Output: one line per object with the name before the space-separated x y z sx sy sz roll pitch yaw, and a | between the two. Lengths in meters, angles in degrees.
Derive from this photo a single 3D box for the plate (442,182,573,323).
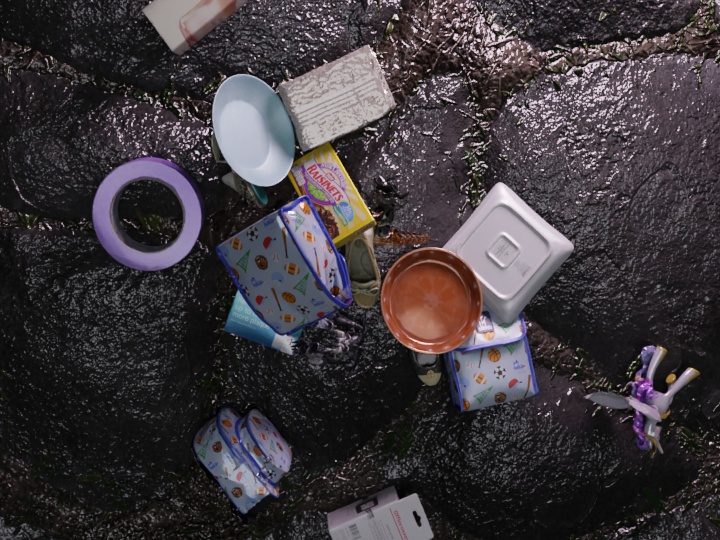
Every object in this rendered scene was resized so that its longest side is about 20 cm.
plate | 0.278 -0.036 1.514 0.200 0.032 0.200 43 95 13

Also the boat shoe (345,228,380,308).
boat shoe | 0.002 -0.001 1.485 0.071 0.064 0.204 0 128 2

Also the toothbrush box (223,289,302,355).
toothbrush box | -0.161 0.037 1.496 0.144 0.085 0.203 21 98 -9

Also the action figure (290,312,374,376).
action figure | -0.052 0.133 1.513 0.101 0.199 0.121 16 85 33

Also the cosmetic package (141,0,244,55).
cosmetic package | -0.272 -0.475 1.367 0.199 0.103 0.088 -37 102 4

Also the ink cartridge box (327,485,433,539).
ink cartridge box | 0.041 0.534 1.631 0.197 0.067 0.118 -22 103 -1

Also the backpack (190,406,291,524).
backpack | -0.229 0.358 1.510 0.190 0.200 0.154 43 90 -6

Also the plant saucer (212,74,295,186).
plant saucer | -0.200 -0.248 1.407 0.038 0.201 0.204 -11 108 38

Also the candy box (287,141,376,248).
candy box | -0.058 -0.138 1.438 0.101 0.026 0.202 -29 62 -1

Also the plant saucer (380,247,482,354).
plant saucer | 0.135 0.059 1.498 0.196 0.032 0.205 0 83 -2

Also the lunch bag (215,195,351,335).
lunch bag | -0.123 0.000 1.359 0.168 0.124 0.202 -26 96 33

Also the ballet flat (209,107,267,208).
ballet flat | -0.233 -0.208 1.452 0.074 0.068 0.204 -15 97 15

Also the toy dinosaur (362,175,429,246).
toy dinosaur | 0.033 -0.098 1.500 0.196 0.103 0.138 8 117 -26

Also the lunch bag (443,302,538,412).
lunch bag | 0.249 0.162 1.552 0.166 0.124 0.204 -11 87 -3

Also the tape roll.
tape roll | -0.391 -0.105 1.450 0.195 0.066 0.205 -1 101 -6

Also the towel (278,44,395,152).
towel | -0.043 -0.321 1.453 0.197 0.034 0.135 -23 94 -1

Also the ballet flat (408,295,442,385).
ballet flat | 0.126 0.138 1.562 0.065 0.057 0.204 -11 103 -3

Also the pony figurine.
pony figurine | 0.587 0.262 1.605 0.191 0.166 0.203 30 82 -19
